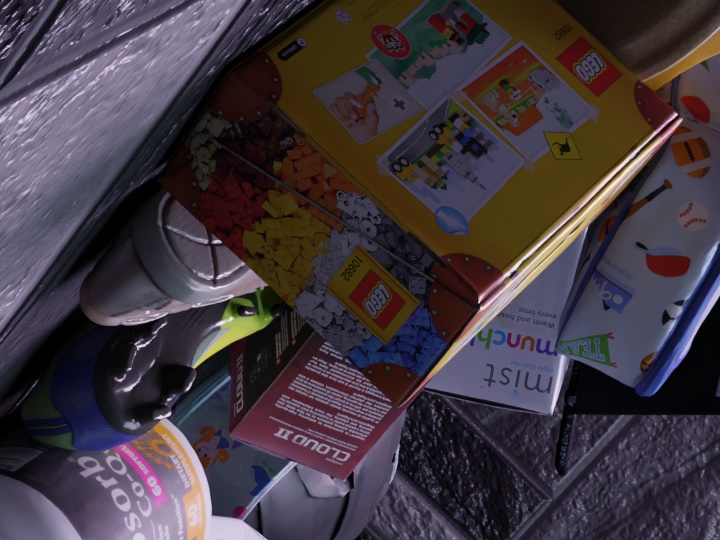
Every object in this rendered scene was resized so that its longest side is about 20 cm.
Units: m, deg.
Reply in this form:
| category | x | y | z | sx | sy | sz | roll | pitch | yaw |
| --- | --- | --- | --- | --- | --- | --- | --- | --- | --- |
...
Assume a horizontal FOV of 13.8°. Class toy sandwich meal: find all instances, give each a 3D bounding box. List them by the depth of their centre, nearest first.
| category | x | y | z | sx | sy | sz | roll | pitch | yaw |
| --- | --- | --- | --- | --- | --- | --- | --- | --- | --- |
| toy sandwich meal | 0.144 | -0.157 | 1.442 | 0.205 | 0.070 | 0.206 | -28 | -133 | 34 |

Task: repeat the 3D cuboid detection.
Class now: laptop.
| category | x | y | z | sx | sy | sz | roll | pitch | yaw |
| --- | --- | --- | --- | --- | --- | --- | --- | --- | --- |
| laptop | 0.184 | 0.022 | 1.748 | 0.200 | 0.103 | 0.178 | 87 | 17 | -70 |

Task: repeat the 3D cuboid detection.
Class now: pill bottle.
| category | x | y | z | sx | sy | sz | roll | pitch | yaw |
| --- | --- | --- | --- | --- | --- | --- | --- | --- | --- |
| pill bottle | -0.160 | 0.140 | 1.435 | 0.116 | 0.116 | 0.200 | -50 | 174 | 26 |

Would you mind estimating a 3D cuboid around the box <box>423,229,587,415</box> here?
| category | x | y | z | sx | sy | sz | roll | pitch | yaw |
| --- | --- | --- | --- | --- | --- | --- | --- | --- | --- |
| box | 0.089 | -0.035 | 1.709 | 0.200 | 0.096 | 0.177 | -59 | 159 | -73 |

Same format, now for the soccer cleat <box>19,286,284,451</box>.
| category | x | y | z | sx | sy | sz | roll | pitch | yaw |
| --- | --- | --- | --- | --- | --- | --- | --- | --- | --- |
| soccer cleat | -0.100 | 0.025 | 1.471 | 0.083 | 0.065 | 0.200 | -15 | -162 | 32 |

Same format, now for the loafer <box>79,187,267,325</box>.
| category | x | y | z | sx | sy | sz | roll | pitch | yaw |
| --- | --- | --- | --- | --- | --- | --- | --- | --- | --- |
| loafer | -0.063 | -0.019 | 1.380 | 0.063 | 0.072 | 0.200 | -31 | 176 | 29 |

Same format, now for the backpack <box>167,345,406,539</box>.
| category | x | y | z | sx | sy | sz | roll | pitch | yaw |
| --- | --- | --- | --- | --- | --- | --- | --- | --- | --- |
| backpack | -0.060 | 0.102 | 1.719 | 0.177 | 0.151 | 0.200 | -38 | 169 | -22 |

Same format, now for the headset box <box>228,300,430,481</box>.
| category | x | y | z | sx | sy | sz | roll | pitch | yaw |
| --- | --- | --- | --- | --- | --- | --- | --- | --- | --- |
| headset box | 0.000 | 0.000 | 1.558 | 0.200 | 0.075 | 0.149 | -51 | -154 | 36 |

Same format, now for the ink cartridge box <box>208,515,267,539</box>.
| category | x | y | z | sx | sy | sz | roll | pitch | yaw |
| --- | --- | --- | --- | --- | --- | --- | --- | --- | --- |
| ink cartridge box | -0.109 | 0.179 | 1.652 | 0.162 | 0.057 | 0.200 | -20 | 164 | 32 |

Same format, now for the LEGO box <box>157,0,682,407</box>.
| category | x | y | z | sx | sy | sz | roll | pitch | yaw |
| --- | --- | --- | --- | --- | --- | --- | --- | --- | --- |
| LEGO box | 0.030 | -0.055 | 1.333 | 0.200 | 0.149 | 0.077 | -40 | 171 | -48 |

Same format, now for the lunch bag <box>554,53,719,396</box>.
| category | x | y | z | sx | sy | sz | roll | pitch | yaw |
| --- | --- | --- | --- | --- | --- | --- | --- | --- | --- |
| lunch bag | 0.160 | -0.038 | 1.502 | 0.200 | 0.075 | 0.161 | -65 | 179 | -57 |
